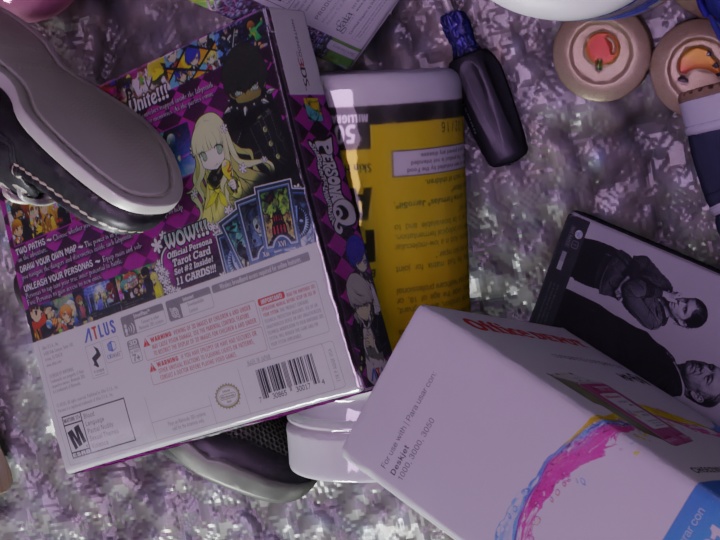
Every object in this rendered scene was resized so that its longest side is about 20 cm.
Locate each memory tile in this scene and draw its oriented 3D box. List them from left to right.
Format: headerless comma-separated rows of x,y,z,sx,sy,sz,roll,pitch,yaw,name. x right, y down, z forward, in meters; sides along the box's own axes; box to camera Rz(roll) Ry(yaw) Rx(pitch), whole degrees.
0.198,-0.144,0.841,0.200,0.017,0.153,11,101,14,memory tile

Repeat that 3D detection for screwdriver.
0.039,-0.146,0.877,0.028,0.029,0.200,-22,97,18,screwdriver

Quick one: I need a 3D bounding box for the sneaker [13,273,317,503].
-0.084,0.030,0.916,0.199,0.076,0.114,44,113,12,sneaker

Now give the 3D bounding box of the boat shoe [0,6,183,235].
-0.157,-0.065,0.817,0.200,0.074,0.060,40,114,33,boat shoe

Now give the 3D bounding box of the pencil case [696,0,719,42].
0.235,-0.157,0.759,0.200,0.078,0.087,-35,56,-5,pencil case

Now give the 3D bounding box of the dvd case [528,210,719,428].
0.162,0.075,0.839,0.200,0.025,0.150,26,102,33,dvd case

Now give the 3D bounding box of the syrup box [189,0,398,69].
-0.064,-0.172,0.807,0.081,0.200,0.079,-53,53,17,syrup box

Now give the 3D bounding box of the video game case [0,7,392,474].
-0.088,-0.009,0.837,0.200,0.036,0.181,-19,83,36,video game case

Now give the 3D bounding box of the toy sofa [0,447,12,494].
-0.273,0.050,0.980,0.083,0.098,0.200,-3,98,41,toy sofa

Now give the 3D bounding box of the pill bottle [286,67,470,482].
0.000,0.000,0.869,0.111,0.111,0.200,-1,98,16,pill bottle

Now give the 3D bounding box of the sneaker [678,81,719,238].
0.253,-0.049,0.792,0.200,0.070,0.109,-10,90,24,sneaker

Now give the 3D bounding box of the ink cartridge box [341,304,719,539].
0.114,0.100,0.766,0.200,0.144,0.085,32,101,32,ink cartridge box

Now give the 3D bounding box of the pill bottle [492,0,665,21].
0.094,-0.165,0.755,0.112,0.200,0.112,2,98,16,pill bottle

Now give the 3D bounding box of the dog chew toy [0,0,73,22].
-0.145,-0.210,0.881,0.125,0.125,0.200,45,115,6,dog chew toy
